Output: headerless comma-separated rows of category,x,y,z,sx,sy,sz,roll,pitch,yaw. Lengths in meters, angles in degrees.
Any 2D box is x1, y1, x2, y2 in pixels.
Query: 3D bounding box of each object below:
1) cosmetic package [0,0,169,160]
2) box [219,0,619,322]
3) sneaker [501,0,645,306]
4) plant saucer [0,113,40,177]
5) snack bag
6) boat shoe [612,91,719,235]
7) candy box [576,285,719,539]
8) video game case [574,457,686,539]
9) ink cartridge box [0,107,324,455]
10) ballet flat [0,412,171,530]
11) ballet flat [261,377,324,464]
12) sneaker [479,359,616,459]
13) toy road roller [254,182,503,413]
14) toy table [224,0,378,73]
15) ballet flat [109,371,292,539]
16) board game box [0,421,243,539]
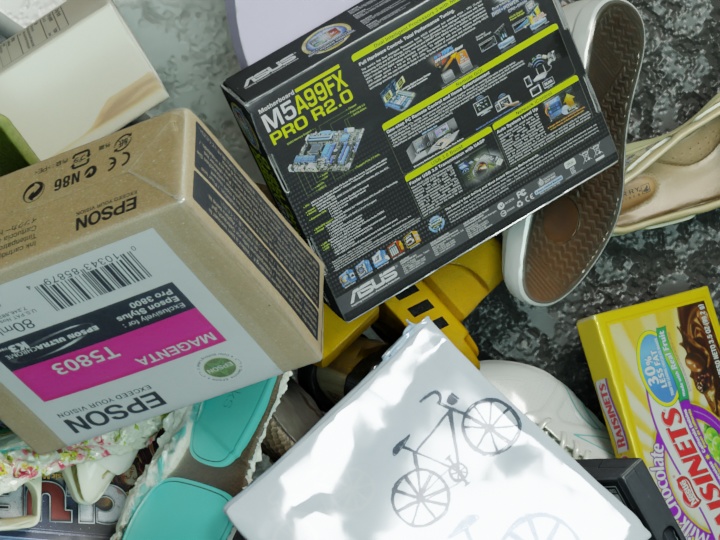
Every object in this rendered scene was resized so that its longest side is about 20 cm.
cosmetic package,-0.221,-0.089,1.707,0.199,0.105,0.071,-32,106,0
box,0.038,-0.087,1.642,0.199,0.044,0.161,-31,119,-10
sneaker,0.121,-0.073,1.763,0.073,0.084,0.201,25,76,-36
plant saucer,-0.254,0.010,1.652,0.199,0.048,0.200,-34,135,0
snack bag,0.041,0.154,1.661,0.200,0.021,0.189,44,72,10
boat shoe,0.232,-0.071,1.802,0.199,0.063,0.074,-27,105,-2
candy box,0.211,0.117,1.805,0.102,0.026,0.201,-13,84,-32
video game case,0.151,0.201,1.785,0.025,0.200,0.181,-38,107,-31
ink cartridge box,-0.142,0.010,1.580,0.199,0.075,0.165,-20,137,21
ballet flat,-0.195,0.120,1.694,0.199,0.076,0.064,-18,93,-17
ballet flat,-0.086,0.067,1.756,0.200,0.067,0.046,46,107,10
sneaker,0.141,0.124,1.821,0.200,0.080,0.071,32,97,-13
toy road roller,0.000,0.000,1.755,0.146,0.123,0.200,-45,109,-11
toy table,-0.036,-0.182,1.662,0.183,0.117,0.201,-5,113,-22
ballet flat,-0.093,0.114,1.687,0.071,0.072,0.201,24,104,-13
board game box,-0.172,0.118,1.751,0.199,0.035,0.136,5,59,-10
